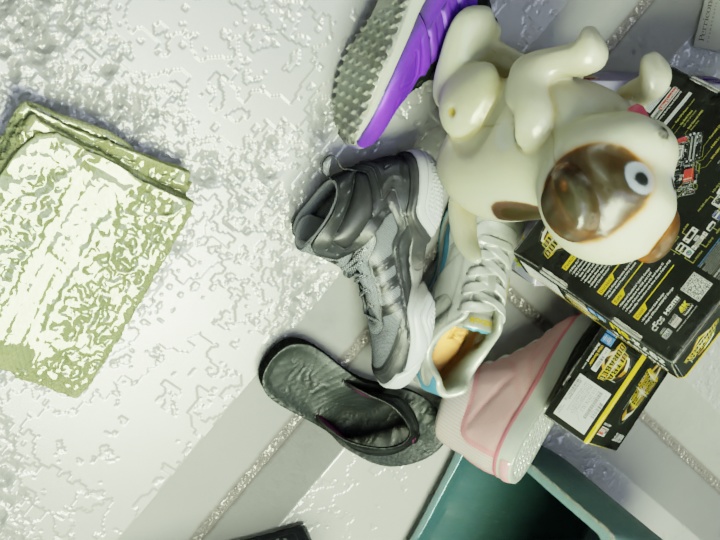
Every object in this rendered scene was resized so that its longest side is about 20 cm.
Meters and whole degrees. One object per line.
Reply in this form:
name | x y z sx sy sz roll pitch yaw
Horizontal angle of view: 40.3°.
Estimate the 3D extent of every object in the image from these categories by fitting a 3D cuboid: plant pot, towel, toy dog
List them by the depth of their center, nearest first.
toy dog | 0.136 -0.079 0.689 0.139 0.200 0.195 25 100 -36
towel | -0.223 -0.010 0.722 0.148 0.036 0.201 25 98 -29
plant pot | 0.187 0.286 0.924 0.199 0.196 0.197 19 102 -38

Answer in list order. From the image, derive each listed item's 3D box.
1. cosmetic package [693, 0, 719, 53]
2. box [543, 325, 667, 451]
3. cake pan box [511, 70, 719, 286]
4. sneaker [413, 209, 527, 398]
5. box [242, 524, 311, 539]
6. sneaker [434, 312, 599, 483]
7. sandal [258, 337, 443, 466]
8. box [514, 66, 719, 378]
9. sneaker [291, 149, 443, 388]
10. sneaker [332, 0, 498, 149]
cosmetic package | 0.378 -0.216 0.799 0.084 0.200 0.108 1 107 -24
box | 0.243 0.082 0.880 0.160 0.049 0.200 -58 156 1
cake pan box | 0.240 -0.082 0.879 0.199 0.052 0.186 -1 112 -22
sneaker | 0.099 0.013 0.839 0.076 0.081 0.201 16 102 -25
box | -0.121 0.358 0.860 0.199 0.117 0.198 -10 113 -18
sneaker | 0.140 0.097 0.897 0.200 0.104 0.076 -47 141 -35
sandal | -0.001 0.128 0.859 0.200 0.048 0.076 29 97 -28
box | 0.244 -0.043 0.766 0.200 0.159 0.049 -52 145 0
sneaker | 0.000 0.000 0.799 0.113 0.075 0.202 0 104 -22
sneaker | 0.055 -0.177 0.754 0.099 0.070 0.201 19 102 -30
